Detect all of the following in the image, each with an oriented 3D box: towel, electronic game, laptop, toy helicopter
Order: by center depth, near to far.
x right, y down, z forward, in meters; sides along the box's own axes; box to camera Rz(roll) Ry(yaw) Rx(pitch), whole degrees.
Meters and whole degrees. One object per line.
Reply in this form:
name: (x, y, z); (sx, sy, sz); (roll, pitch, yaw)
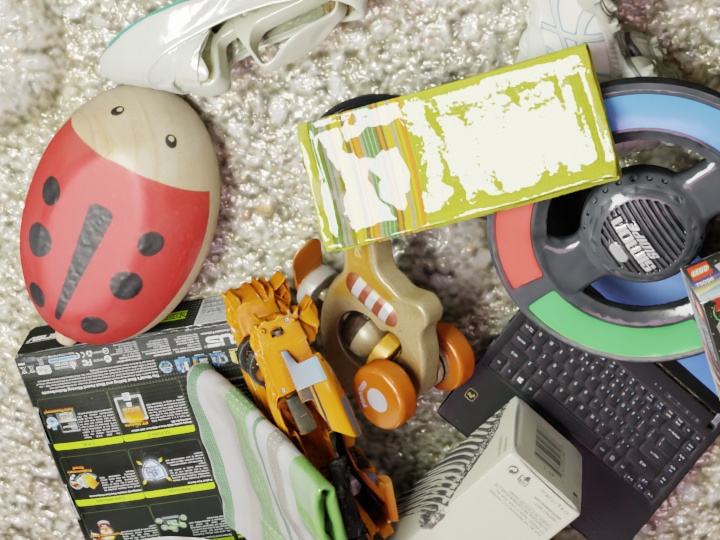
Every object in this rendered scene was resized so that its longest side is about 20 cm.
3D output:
towel: (0.057, -0.073, 1.054); (0.199, 0.018, 0.087); (-14, 97, 24)
electronic game: (0.178, -0.028, 1.073); (0.198, 0.042, 0.201); (4, 121, 7)
toy helicopter: (0.000, 0.000, 1.150); (0.132, 0.079, 0.201); (19, 126, 40)
towel: (-0.058, 0.160, 1.157); (0.031, 0.200, 0.150); (-26, 121, -18)
laptop: (0.187, 0.083, 1.162); (0.177, 0.103, 0.200); (40, 91, -12)

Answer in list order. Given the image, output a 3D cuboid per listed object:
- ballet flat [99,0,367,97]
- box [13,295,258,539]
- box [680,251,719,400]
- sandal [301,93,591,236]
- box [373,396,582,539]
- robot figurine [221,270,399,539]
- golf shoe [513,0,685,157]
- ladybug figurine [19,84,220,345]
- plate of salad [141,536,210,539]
ballet flat: (-0.082, -0.151, 1.100); (0.199, 0.070, 0.070); (-24, 112, 18)
box: (-0.135, 0.120, 1.276); (0.198, 0.048, 0.194); (-10, 118, 14)
box: (0.292, 0.052, 1.084); (0.136, 0.040, 0.201); (-23, 129, 2)
sandal: (0.058, -0.067, 1.142); (0.199, 0.043, 0.077); (12, 120, 3)
box: (0.061, 0.184, 1.181); (0.068, 0.082, 0.200); (42, 113, -12)
robot figurine: (-0.031, 0.106, 1.164); (0.058, 0.145, 0.201); (-26, 110, -10)
golf shoe: (0.126, -0.151, 1.071); (0.097, 0.078, 0.201); (-22, 111, 26)
ladybug figurine: (-0.172, -0.030, 1.171); (0.135, 0.072, 0.201); (24, 111, 6)
plate of salad: (-0.101, 0.255, 1.315); (0.198, 0.048, 0.201); (11, 139, 9)
